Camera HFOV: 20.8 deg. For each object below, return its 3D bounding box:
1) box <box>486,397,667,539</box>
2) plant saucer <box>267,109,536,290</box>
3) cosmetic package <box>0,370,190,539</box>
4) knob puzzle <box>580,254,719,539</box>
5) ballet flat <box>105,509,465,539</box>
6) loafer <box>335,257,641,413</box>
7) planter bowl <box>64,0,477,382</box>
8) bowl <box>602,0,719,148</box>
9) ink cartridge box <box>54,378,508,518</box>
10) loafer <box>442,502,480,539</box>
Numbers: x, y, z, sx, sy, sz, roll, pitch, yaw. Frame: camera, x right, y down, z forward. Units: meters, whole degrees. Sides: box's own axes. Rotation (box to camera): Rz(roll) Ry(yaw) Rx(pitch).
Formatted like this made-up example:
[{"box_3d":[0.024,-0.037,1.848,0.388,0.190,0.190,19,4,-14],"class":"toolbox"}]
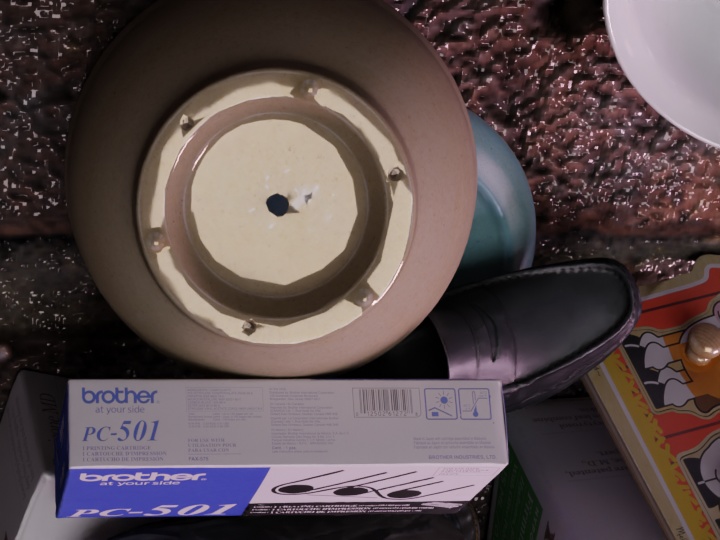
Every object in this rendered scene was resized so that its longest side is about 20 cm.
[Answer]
[{"box_3d":[0.182,0.194,1.100,0.199,0.171,0.200,-3,120,-14],"class":"box"},{"box_3d":[0.000,0.000,1.023,0.199,0.027,0.201,-7,121,-11],"class":"plant saucer"},{"box_3d":[-0.088,0.121,1.025,0.199,0.102,0.074,13,114,-24],"class":"cosmetic package"},{"box_3d":[0.227,0.067,1.030,0.219,0.220,0.030,-3,145,-14],"class":"knob puzzle"},{"box_3d":[-0.044,0.146,0.971,0.199,0.067,0.057,-3,157,-14],"class":"ballet flat"},{"box_3d":[0.050,0.044,0.997,0.200,0.068,0.070,-21,167,-1],"class":"loafer"},{"box_3d":[-0.039,-0.037,0.887,0.199,0.135,0.201,0,98,-3],"class":"planter bowl"},{"box_3d":[0.217,-0.156,0.939,0.200,0.091,0.202,4,131,4],"class":"bowl"},{"box_3d":[-0.040,0.083,0.916,0.199,0.044,0.094,1,159,-12],"class":"ink cartridge box"},{"box_3d":[0.041,0.178,1.102,0.072,0.073,0.200,-24,150,-27],"class":"loafer"}]
